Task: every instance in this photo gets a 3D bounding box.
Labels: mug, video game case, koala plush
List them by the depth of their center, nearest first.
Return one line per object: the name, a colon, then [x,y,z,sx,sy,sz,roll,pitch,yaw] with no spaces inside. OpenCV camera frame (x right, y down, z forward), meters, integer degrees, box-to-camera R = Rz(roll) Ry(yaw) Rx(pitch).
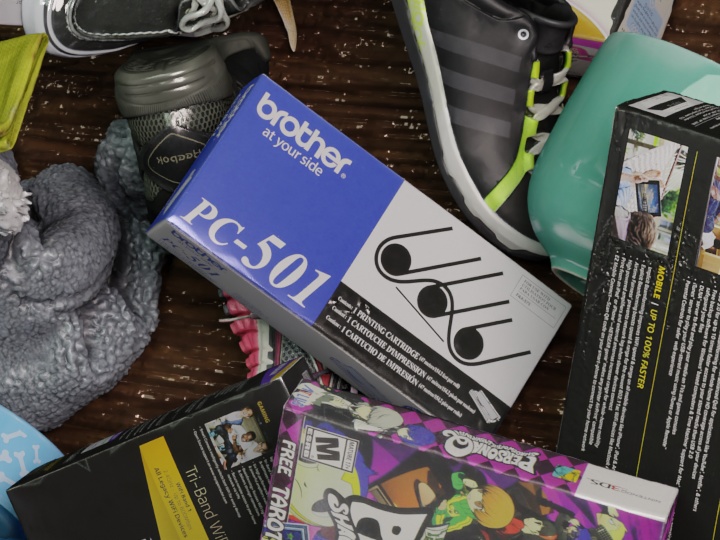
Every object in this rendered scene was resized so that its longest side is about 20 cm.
video game case: [0.038,0.166,1.191,0.180,0.036,0.201,16,116,11]
mug: [0.169,-0.022,1.254,0.185,0.152,0.115,29,85,32]
koala plush: [-0.212,-0.021,1.407,0.177,0.200,0.185,-3,67,24]

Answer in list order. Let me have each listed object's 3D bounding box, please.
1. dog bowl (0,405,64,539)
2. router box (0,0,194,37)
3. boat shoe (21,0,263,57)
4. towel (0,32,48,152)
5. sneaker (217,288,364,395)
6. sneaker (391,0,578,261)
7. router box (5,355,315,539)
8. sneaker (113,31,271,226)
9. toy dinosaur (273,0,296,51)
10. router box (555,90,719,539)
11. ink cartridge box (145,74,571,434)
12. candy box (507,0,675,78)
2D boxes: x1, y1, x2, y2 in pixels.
dog bowl: [-0.238,0.097,1.426,0.199,0.112,0.050,20,64,31]
router box: [-0.154,-0.223,1.437,0.049,0.200,0.180,9,96,29]
boat shoe: [-0.086,-0.161,1.401,0.199,0.074,0.068,-21,29,-33]
towel: [-0.257,-0.075,1.332,0.199,0.018,0.086,-12,44,22]
sneaker: [-0.019,0.054,1.353,0.074,0.081,0.201,-24,59,12]
sneaker: [0.076,-0.102,1.330,0.083,0.072,0.201,-19,96,39]
router box: [-0.062,0.164,1.282,0.157,0.052,0.201,-22,95,15]
sneaker: [-0.084,-0.070,1.409,0.076,0.199,0.115,-9,102,5]
toy dinosaur: [-0.061,-0.233,1.498,0.058,0.201,0.101,0,25,46]
router box: [0.169,0.038,1.144,0.149,0.051,0.201,21,113,31]
ink cartridge box: [0.000,0.000,1.307,0.200,0.044,0.094,36,71,-10]
candy box: [0.118,-0.209,1.415,0.136,0.061,0.201,12,75,30]
